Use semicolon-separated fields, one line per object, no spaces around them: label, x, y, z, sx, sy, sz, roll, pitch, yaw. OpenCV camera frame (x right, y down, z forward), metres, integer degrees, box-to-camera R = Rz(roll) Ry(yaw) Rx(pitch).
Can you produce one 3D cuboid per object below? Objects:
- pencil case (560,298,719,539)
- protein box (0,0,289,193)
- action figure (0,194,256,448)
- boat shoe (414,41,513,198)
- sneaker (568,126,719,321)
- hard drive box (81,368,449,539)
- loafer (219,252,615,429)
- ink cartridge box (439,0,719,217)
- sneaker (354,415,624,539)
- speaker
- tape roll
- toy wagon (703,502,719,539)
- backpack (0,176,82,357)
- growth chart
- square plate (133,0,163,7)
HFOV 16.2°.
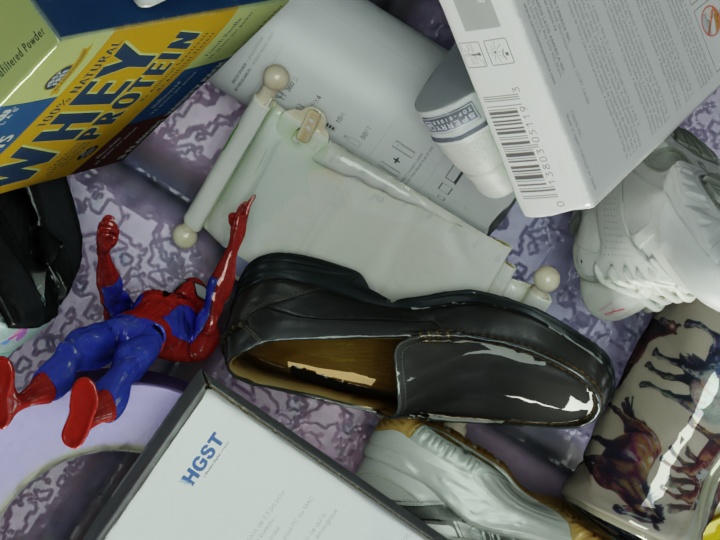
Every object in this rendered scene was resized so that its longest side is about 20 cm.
pencil case;0.181;0.057;1.303;0.078;0.089;0.200;36;79;-37
protein box;-0.178;-0.152;1.174;0.135;0.200;0.199;-41;81;28
action figure;-0.110;0.012;1.226;0.065;0.200;0.099;15;104;13
boat shoe;0.094;-0.105;1.266;0.071;0.200;0.070;-17;115;35
sneaker;0.154;-0.008;1.263;0.078;0.200;0.100;29;104;-15
hard drive box;-0.038;0.168;1.218;0.200;0.077;0.156;36;90;-7
loafer;0.027;0.051;1.268;0.199;0.072;0.073;10;126;9
ink cartridge box;0.118;-0.143;1.211;0.200;0.050;0.161;-43;118;-42
sneaker;0.080;0.155;1.302;0.200;0.076;0.088;31;95;10
speaker;-0.005;-0.096;1.293;0.200;0.081;0.081;31;89;-6
tape roll;-0.125;0.152;1.290;0.199;0.085;0.201;0;93;-5
toy wagon;0.225;0.213;1.351;0.155;0.040;0.200;-23;94;-4
backpack;-0.232;-0.036;1.241;0.126;0.167;0.200;-33;98;30
growth chart;0.000;0.000;1.296;0.200;0.018;0.145;34;126;-8
square plate;-0.058;-0.242;1.133;0.198;0.028;0.200;-28;73;-8
